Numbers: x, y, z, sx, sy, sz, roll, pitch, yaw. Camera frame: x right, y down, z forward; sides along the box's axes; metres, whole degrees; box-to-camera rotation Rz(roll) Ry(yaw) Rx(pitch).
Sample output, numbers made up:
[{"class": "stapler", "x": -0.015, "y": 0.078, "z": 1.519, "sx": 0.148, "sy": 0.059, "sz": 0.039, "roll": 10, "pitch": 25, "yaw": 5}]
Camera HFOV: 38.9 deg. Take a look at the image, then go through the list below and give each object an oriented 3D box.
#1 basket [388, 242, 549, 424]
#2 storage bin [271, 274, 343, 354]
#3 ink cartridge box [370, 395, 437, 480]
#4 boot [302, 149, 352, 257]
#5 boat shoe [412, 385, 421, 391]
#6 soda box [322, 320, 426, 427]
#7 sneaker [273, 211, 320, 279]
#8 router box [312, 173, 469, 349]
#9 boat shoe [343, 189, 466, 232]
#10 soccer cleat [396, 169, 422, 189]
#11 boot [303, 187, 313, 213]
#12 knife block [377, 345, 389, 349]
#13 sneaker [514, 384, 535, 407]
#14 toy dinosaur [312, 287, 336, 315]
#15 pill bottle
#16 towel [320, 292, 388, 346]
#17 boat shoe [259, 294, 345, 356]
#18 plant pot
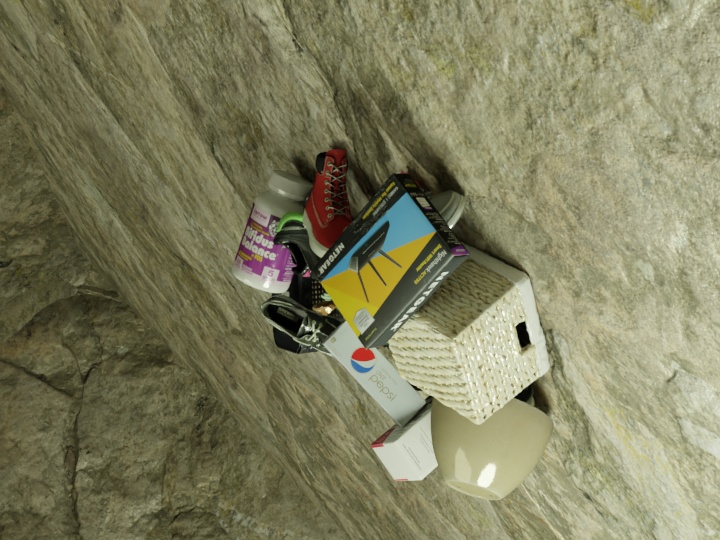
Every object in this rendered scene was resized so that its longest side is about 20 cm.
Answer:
[{"class": "basket", "x": 0.151, "y": 0.088, "z": 1.516, "sx": 0.199, "sy": 0.160, "sz": 0.200, "roll": 27, "pitch": 148, "yaw": 44}, {"class": "storage bin", "x": -0.104, "y": 0.049, "z": 1.949, "sx": 0.135, "sy": 0.092, "sz": 0.204, "roll": 8, "pitch": 100, "yaw": 61}, {"class": "ink cartridge box", "x": 0.132, "y": 0.276, "z": 1.801, "sx": 0.085, "sy": 0.199, "sz": 0.145, "roll": 53, "pitch": 160, "yaw": -1}, {"class": "boot", "x": -0.039, "y": -0.108, "z": 1.616, "sx": 0.201, "sy": 0.071, "sz": 0.146, "roll": -122, "pitch": 41, "yaw": -55}, {"class": "boat shoe", "x": 0.106, "y": 0.181, "z": 1.840, "sx": 0.200, "sy": 0.066, "sz": 0.073, "roll": 135, "pitch": 134, "yaw": -78}, {"class": "soda box", "x": 0.023, "y": 0.177, "z": 1.771, "sx": 0.200, "sy": 0.064, "sz": 0.068, "roll": 46, "pitch": 174, "yaw": 0}, {"class": "sneaker", "x": -0.074, "y": -0.012, "z": 1.758, "sx": 0.200, "sy": 0.084, "sz": 0.076, "roll": 42, "pitch": 157, "yaw": -16}, {"class": "router box", "x": 0.039, "y": -0.012, "z": 1.423, "sx": 0.200, "sy": 0.051, "sz": 0.150, "roll": -49, "pitch": 66, "yaw": 29}, {"class": "boat shoe", "x": 0.063, "y": -0.068, "z": 1.468, "sx": 0.200, "sy": 0.075, "sz": 0.065, "roll": -21, "pitch": 125, "yaw": 40}, {"class": "soccer cleat", "x": 0.050, "y": -0.088, "z": 1.578, "sx": 0.077, "sy": 0.067, "sz": 0.200, "roll": 46, "pitch": 156, "yaw": 2}, {"class": "boot", "x": -0.003, "y": -0.045, "z": 1.751, "sx": 0.199, "sy": 0.068, "sz": 0.190, "roll": 30, "pitch": 147, "yaw": 40}, {"class": "knife block", "x": 0.010, "y": 0.070, "z": 1.914, "sx": 0.200, "sy": 0.064, "sz": 0.177, "roll": 43, "pitch": 157, "yaw": 24}, {"class": "sneaker", "x": 0.204, "y": 0.199, "z": 1.698, "sx": 0.199, "sy": 0.074, "sz": 0.089, "roll": 29, "pitch": 154, "yaw": 38}, {"class": "toy dinosaur", "x": 0.000, "y": 0.000, "z": 1.686, "sx": 0.060, "sy": 0.201, "sz": 0.106, "roll": 41, "pitch": 177, "yaw": -24}, {"class": "pill bottle", "x": -0.151, "y": -0.072, "z": 1.829, "sx": 0.111, "sy": 0.203, "sz": 0.112, "roll": 19, "pitch": -168, "yaw": -4}, {"class": "towel", "x": 0.027, "y": 0.107, "z": 1.742, "sx": 0.152, "sy": 0.024, "sz": 0.199, "roll": 43, "pitch": 171, "yaw": -36}, {"class": "boat shoe", "x": -0.090, "y": 0.106, "z": 1.835, "sx": 0.197, "sy": 0.072, "sz": 0.064, "roll": 22, "pitch": -170, "yaw": 12}, {"class": "plant pot", "x": 0.194, "y": 0.284, "z": 1.617, "sx": 0.197, "sy": 0.136, "sz": 0.201, "roll": 16, "pitch": 159, "yaw": 6}]
